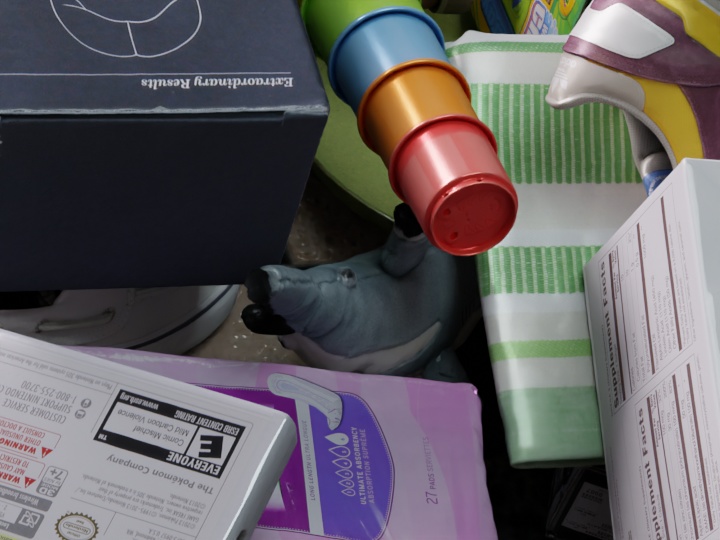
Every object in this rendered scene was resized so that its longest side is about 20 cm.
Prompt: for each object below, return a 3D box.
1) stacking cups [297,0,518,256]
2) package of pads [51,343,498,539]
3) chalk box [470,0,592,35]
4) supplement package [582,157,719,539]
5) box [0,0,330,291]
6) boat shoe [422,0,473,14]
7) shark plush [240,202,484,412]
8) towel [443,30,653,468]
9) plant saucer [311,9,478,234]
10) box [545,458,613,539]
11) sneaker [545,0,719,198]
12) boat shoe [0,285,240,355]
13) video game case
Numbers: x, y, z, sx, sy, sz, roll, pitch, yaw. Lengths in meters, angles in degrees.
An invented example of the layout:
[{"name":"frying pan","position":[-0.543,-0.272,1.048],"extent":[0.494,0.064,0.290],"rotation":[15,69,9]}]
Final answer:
[{"name":"stacking cups","position":[0.021,-0.082,1.055],"extent":[0.060,0.061,0.200],"rotation":[-1,36,-23]},{"name":"package of pads","position":[-0.044,0.096,0.978],"extent":[0.200,0.076,0.121],"rotation":[7,44,-15]},{"name":"chalk box","position":[0.139,-0.133,1.213],"extent":[0.125,0.124,0.200],"rotation":[0,45,-21]},{"name":"supplement package","position":[0.207,0.051,1.002],"extent":[0.200,0.111,0.156],"rotation":[3,65,-18]},{"name":"box","position":[-0.113,-0.099,1.024],"extent":[0.148,0.107,0.200],"rotation":[-1,49,-19]},{"name":"boat shoe","position":[0.002,-0.188,1.271],"extent":[0.068,0.072,0.200],"rotation":[0,22,-16]},{"name":"shark plush","position":[0.000,0.000,1.047],"extent":[0.200,0.083,0.091],"rotation":[14,26,-53]},{"name":"towel","position":[0.115,-0.012,1.077],"extent":[0.152,0.023,0.200],"rotation":[-1,67,-22]},{"name":"plant saucer","position":[0.050,-0.067,1.224],"extent":[0.200,0.031,0.200],"rotation":[12,43,-11]},{"name":"box","position":[0.190,0.078,1.113],"extent":[0.200,0.050,0.158],"rotation":[18,41,-4]},{"name":"sneaker","position":[0.169,-0.050,1.069],"extent":[0.200,0.090,0.075],"rotation":[37,1,-15]},{"name":"boat shoe","position":[-0.132,0.003,1.047],"extent":[0.200,0.066,0.072],"rotation":[-11,50,-31]},{"name":"video game case","position":[-0.148,0.102,0.886],"extent":[0.200,0.022,0.182],"rotation":[15,58,19]}]
